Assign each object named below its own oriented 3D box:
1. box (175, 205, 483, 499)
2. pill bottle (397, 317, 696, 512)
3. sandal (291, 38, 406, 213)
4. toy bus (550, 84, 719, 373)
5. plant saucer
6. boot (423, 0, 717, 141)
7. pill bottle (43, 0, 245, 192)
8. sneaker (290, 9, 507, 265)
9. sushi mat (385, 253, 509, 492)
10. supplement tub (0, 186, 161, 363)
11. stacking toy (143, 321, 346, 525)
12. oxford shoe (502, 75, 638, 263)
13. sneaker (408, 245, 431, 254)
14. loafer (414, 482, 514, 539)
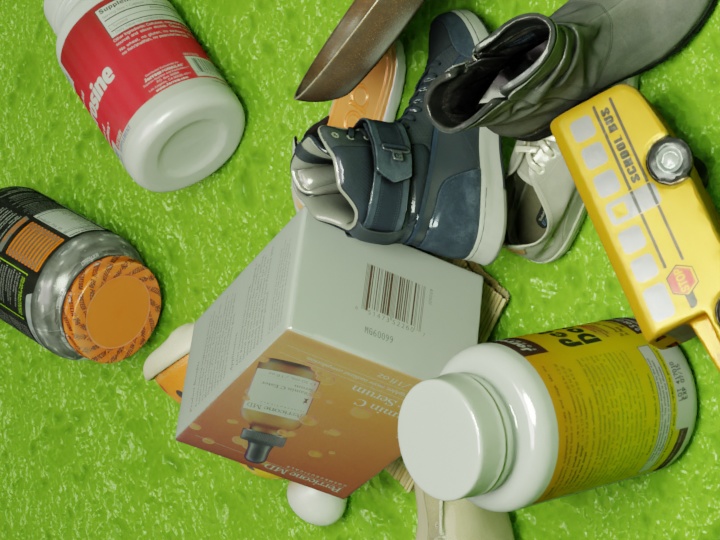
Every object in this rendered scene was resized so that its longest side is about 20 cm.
[{"bbox_3d":[-0.025,0.065,1.445,0.200,0.151,0.107,-45,31,50],"label":"box"},{"bbox_3d":[0.122,0.095,1.297,0.109,0.199,0.110,10,104,47],"label":"pill bottle"},{"bbox_3d":[-0.022,-0.095,1.540,0.079,0.059,0.208,35,121,41],"label":"sandal"},{"bbox_3d":[0.199,-0.020,1.268,0.078,0.065,0.201,-27,73,14],"label":"toy bus"},{"bbox_3d":[0.022,-0.195,1.406,0.032,0.201,0.200,37,133,-8],"label":"plant saucer"},{"bbox_3d":[0.141,-0.150,1.254,0.200,0.131,0.070,-45,72,20],"label":"boot"},{"bbox_3d":[-0.191,-0.173,1.683,0.201,0.112,0.113,54,132,28],"label":"pill bottle"},{"bbox_3d":[0.024,-0.107,1.386,0.077,0.145,0.204,120,152,-56],"label":"sneaker"},{"bbox_3d":[0.049,0.069,1.520,0.096,0.012,0.201,48,129,33],"label":"sushi mat"},{"bbox_3d":[-0.277,0.006,1.806,0.199,0.122,0.124,27,116,44],"label":"supplement tub"},{"bbox_3d":[-0.072,0.119,1.605,0.146,0.146,0.201,-34,87,46],"label":"stacking toy"},{"bbox_3d":[0.138,-0.093,1.358,0.075,0.057,0.201,41,124,40],"label":"oxford shoe"},{"bbox_3d":[0.000,0.000,1.504,0.201,0.080,0.075,-59,39,37],"label":"sneaker"},{"bbox_3d":[0.082,0.183,1.460,0.068,0.075,0.202,25,119,40],"label":"loafer"}]
